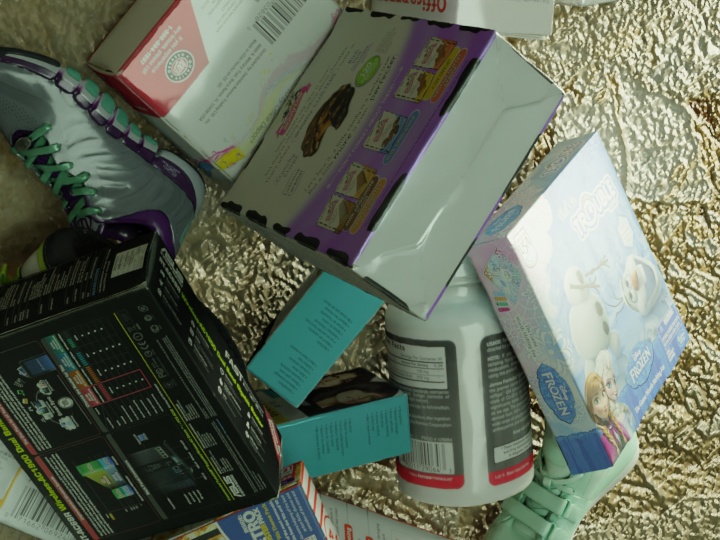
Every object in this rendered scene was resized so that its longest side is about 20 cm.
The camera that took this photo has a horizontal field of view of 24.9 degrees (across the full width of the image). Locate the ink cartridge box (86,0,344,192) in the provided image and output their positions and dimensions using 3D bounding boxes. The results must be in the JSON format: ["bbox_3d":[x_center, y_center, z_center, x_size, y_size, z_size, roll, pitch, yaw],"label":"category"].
[{"bbox_3d":[-0.072,-0.134,1.166,0.200,0.085,0.148,43,81,-29],"label":"ink cartridge box"}]

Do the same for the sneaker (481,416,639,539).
[{"bbox_3d":[0.147,0.172,1.334,0.201,0.073,0.119,-48,140,-20],"label":"sneaker"}]

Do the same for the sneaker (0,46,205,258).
[{"bbox_3d":[-0.192,-0.071,1.110,0.199,0.074,0.088,33,51,-28],"label":"sneaker"}]

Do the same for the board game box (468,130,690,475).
[{"bbox_3d":[0.176,0.021,1.275,0.200,0.043,0.200,62,37,-14],"label":"board game box"}]

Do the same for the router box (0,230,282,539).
[{"bbox_3d":[-0.158,0.086,1.070,0.149,0.062,0.201,-18,124,13],"label":"router box"}]

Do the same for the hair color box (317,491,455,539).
[{"bbox_3d":[0.002,0.245,1.273,0.199,0.102,0.061,25,133,-29],"label":"hair color box"}]

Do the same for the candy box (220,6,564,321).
[{"bbox_3d":[0.015,-0.077,1.061,0.071,0.200,0.168,35,85,-31],"label":"candy box"}]

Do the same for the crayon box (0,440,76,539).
[{"bbox_3d":[-0.212,0.086,1.163,0.125,0.052,0.201,29,88,-29],"label":"crayon box"}]

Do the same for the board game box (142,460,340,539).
[{"bbox_3d":[-0.100,0.245,1.156,0.199,0.046,0.152,-23,102,5],"label":"board game box"}]

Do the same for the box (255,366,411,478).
[{"bbox_3d":[-0.067,0.125,1.227,0.198,0.082,0.050,-12,107,-24],"label":"box"}]

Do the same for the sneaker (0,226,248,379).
[{"bbox_3d":[-0.162,0.046,1.125,0.083,0.072,0.200,-36,119,22],"label":"sneaker"}]

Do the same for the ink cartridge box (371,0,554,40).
[{"bbox_3d":[0.077,-0.273,1.175,0.082,0.147,0.202,-1,101,-25],"label":"ink cartridge box"}]

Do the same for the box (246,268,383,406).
[{"bbox_3d":[0.000,0.000,1.183,0.049,0.082,0.200,37,107,-5],"label":"box"}]

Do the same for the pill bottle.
[{"bbox_3d":[0.076,0.072,1.270,0.110,0.111,0.202,-10,104,-24],"label":"pill bottle"}]

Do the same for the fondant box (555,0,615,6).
[{"bbox_3d":[0.239,-0.298,1.303,0.199,0.058,0.146,-14,107,-24],"label":"fondant box"}]
